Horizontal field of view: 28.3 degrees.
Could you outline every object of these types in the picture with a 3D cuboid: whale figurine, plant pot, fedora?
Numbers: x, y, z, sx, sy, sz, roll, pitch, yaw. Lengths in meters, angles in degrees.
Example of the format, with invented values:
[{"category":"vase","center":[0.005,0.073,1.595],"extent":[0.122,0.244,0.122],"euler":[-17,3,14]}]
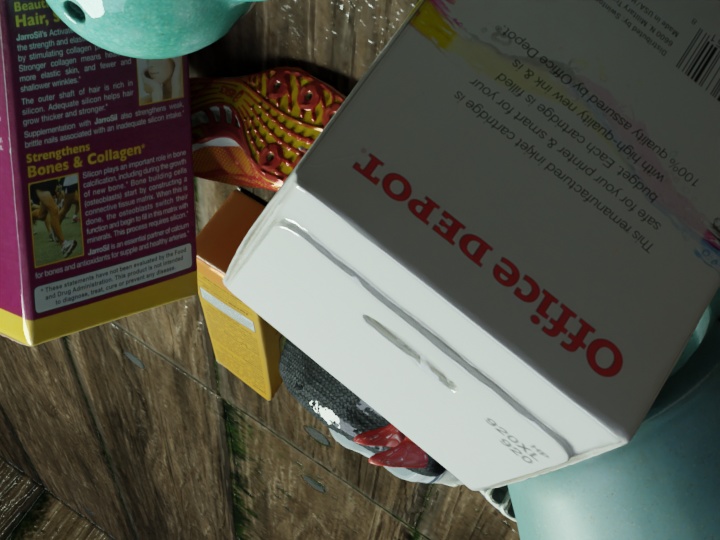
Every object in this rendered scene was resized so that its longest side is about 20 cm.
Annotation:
[{"category":"whale figurine","center":[-0.105,-0.176,0.689],"extent":[0.159,0.104,0.200],"euler":[39,158,-3]},{"category":"plant pot","center":[0.156,0.112,0.650],"extent":[0.189,0.200,0.199],"euler":[56,153,-16]},{"category":"fedora","center":[0.017,0.071,0.943],"extent":[0.199,0.092,0.201],"euler":[34,179,1]}]

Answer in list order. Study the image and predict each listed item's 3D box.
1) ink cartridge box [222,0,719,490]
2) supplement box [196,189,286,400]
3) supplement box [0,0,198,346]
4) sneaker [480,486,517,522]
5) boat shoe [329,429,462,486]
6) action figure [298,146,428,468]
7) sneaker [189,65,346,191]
[{"category":"ink cartridge box","center":[0.066,-0.041,0.565],"extent":[0.147,0.201,0.145],"euler":[38,158,-3]},{"category":"supplement box","center":[-0.081,0.024,1.100],"extent":[0.068,0.067,0.201],"euler":[30,156,17]},{"category":"supplement box","center":[-0.177,-0.075,0.844],"extent":[0.102,0.130,0.203],"euler":[17,113,42]},{"category":"sneaker","center":[0.110,0.112,0.812],"extent":[0.199,0.079,0.089],"euler":[33,171,-29]},{"category":"boat shoe","center":[0.042,0.114,1.086],"extent":[0.085,0.076,0.201],"euler":[18,-178,-26]},{"category":"action figure","center":[0.000,0.000,0.773],"extent":[0.097,0.203,0.065],"euler":[6,-172,-15]},{"category":"sneaker","center":[-0.052,-0.082,0.871],"extent":[0.199,0.074,0.077],"euler":[17,174,46]}]
